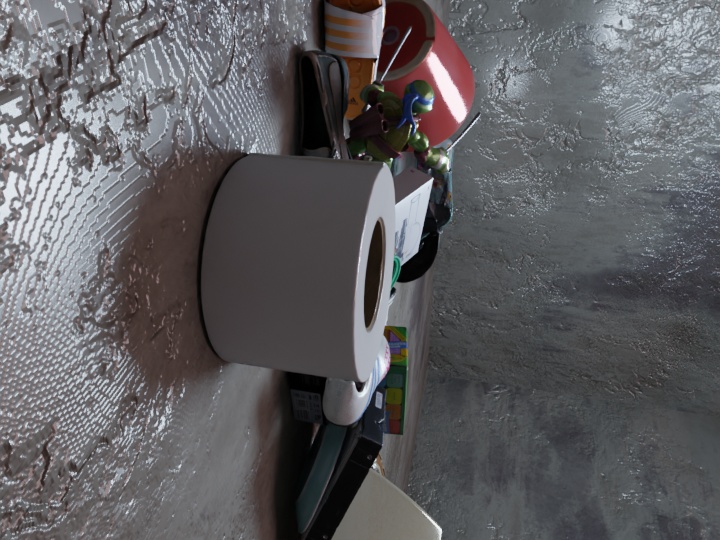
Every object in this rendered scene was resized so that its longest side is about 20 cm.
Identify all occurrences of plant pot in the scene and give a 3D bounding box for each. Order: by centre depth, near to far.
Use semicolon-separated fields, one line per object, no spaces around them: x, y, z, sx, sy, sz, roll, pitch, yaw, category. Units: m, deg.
0.014;0.446;0.905;0.201;0.174;0.202;-69;-177;-51;plant pot
0.071;-0.318;0.945;0.177;0.196;0.205;36;61;-65;plant pot

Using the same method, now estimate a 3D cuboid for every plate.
-0.058;0.266;0.850;0.200;0.025;0.204;-157;-91;-87;plate

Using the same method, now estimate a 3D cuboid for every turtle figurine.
0.047;-0.171;0.784;0.194;0.143;0.202;-42;-159;34;turtle figurine

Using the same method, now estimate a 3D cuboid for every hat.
0.073;-0.070;1.238;0.080;0.199;0.205;11;84;-35;hat

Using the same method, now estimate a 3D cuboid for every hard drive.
-0.023;0.272;0.830;0.140;0.037;0.203;-76;-169;-70;hard drive

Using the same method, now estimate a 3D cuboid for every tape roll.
-0.049;-0.003;0.578;0.203;0.136;0.208;6;90;-79;tape roll

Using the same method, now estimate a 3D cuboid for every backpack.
0.090;-0.166;1.112;0.176;0.151;0.203;-41;-151;60;backpack

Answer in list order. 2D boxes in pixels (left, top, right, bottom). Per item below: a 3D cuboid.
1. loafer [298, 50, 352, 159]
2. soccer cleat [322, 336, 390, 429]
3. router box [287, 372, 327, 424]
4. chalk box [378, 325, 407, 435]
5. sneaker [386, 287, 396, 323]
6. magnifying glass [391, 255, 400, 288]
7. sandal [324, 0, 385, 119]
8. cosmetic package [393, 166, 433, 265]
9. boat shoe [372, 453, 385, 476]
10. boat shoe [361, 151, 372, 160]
-0.051;-0.156;0.711;0.063;0.071;0.205;-8;98;-58;loafer
0.002;0.121;0.804;0.201;0.068;0.088;-63;162;-59;soccer cleat
-0.054;0.081;0.818;0.158;0.051;0.203;-70;162;-51;router box
0.018;0.187;0.996;0.201;0.121;0.127;-80;173;-70;chalk box
0.038;0.089;1.240;0.201;0.074;0.118;-52;145;-74;sneaker
0.016;-0.006;0.866;0.080;0.022;0.200;-56;154;-5;magnifying glass
-0.008;-0.284;0.786;0.060;0.077;0.209;-81;173;-47;sandal
0.028;-0.051;0.924;0.199;0.051;0.153;-38;147;-38;cosmetic package
0.029;0.483;1.424;0.202;0.074;0.075;86;12;-45;boat shoe
0.007;-0.153;0.987;0.201;0.061;0.073;-66;157;-62;boat shoe
